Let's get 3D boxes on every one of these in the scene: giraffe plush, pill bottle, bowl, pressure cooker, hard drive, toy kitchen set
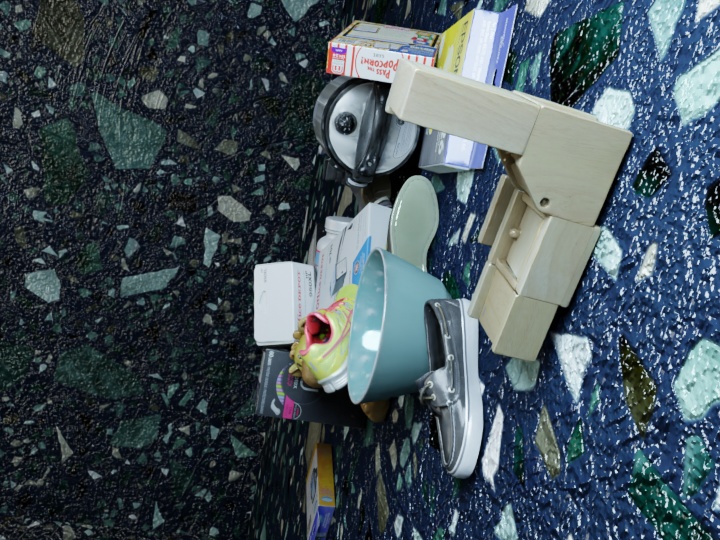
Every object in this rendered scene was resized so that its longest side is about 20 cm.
[{"bbox_3d":[-0.034,0.143,1.152,0.200,0.161,0.173,-150,69,-79],"label":"giraffe plush"},{"bbox_3d":[-0.041,-0.006,1.442,0.109,0.108,0.201,-125,41,-76],"label":"pill bottle"},{"bbox_3d":[0.054,0.077,0.894,0.201,0.104,0.202,-170,90,-80],"label":"bowl"},{"bbox_3d":[0.010,-0.249,1.205,0.176,0.178,0.200,59,180,-20],"label":"pressure cooker"},{"bbox_3d":[-0.145,-0.040,2.288,0.201,0.038,0.140,-91,15,-47],"label":"hard drive"},{"bbox_3d":[0.089,-0.062,0.610,0.163,0.180,0.201,-104,29,-68],"label":"toy kitchen set"}]

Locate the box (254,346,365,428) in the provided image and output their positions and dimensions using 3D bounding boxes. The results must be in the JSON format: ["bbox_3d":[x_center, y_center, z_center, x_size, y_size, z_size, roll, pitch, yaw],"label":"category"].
[{"bbox_3d":[-0.089,0.211,1.289,0.106,0.199,0.123,176,103,-79],"label":"box"}]

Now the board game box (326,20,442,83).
[{"bbox_3d":[0.044,-0.330,1.053,0.200,0.151,0.047,-68,-13,-60],"label":"board game box"}]

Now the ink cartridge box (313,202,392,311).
[{"bbox_3d":[0.000,0.000,1.204,0.200,0.086,0.147,-39,40,51],"label":"ink cartridge box"}]

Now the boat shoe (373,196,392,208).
[{"bbox_3d":[0.029,-0.045,1.327,0.063,0.072,0.201,43,129,30],"label":"boat shoe"}]

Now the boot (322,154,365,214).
[{"bbox_3d":[-0.020,-0.182,1.454,0.070,0.131,0.201,-112,33,-68],"label":"boot"}]

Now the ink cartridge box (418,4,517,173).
[{"bbox_3d":[0.132,-0.230,0.916,0.200,0.047,0.199,-140,61,-81],"label":"ink cartridge box"}]

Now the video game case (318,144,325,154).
[{"bbox_3d":[-0.002,-0.293,1.435,0.200,0.142,0.018,130,130,-71],"label":"video game case"}]

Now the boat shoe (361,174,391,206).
[{"bbox_3d":[0.034,-0.222,1.364,0.068,0.072,0.201,-118,36,-71],"label":"boat shoe"}]

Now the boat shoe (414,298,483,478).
[{"bbox_3d":[0.091,0.120,0.757,0.070,0.066,0.201,121,157,-64],"label":"boat shoe"}]

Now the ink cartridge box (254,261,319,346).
[{"bbox_3d":[-0.108,0.067,1.299,0.200,0.084,0.145,11,-106,-63],"label":"ink cartridge box"}]

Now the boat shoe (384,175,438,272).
[{"bbox_3d":[0.067,-0.035,1.013,0.061,0.071,0.202,172,104,-75],"label":"boat shoe"}]

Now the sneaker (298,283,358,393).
[{"bbox_3d":[-0.037,0.078,1.023,0.078,0.090,0.200,-33,25,30],"label":"sneaker"}]

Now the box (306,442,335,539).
[{"bbox_3d":[-0.086,0.484,1.494,0.200,0.041,0.120,-102,24,-58],"label":"box"}]
